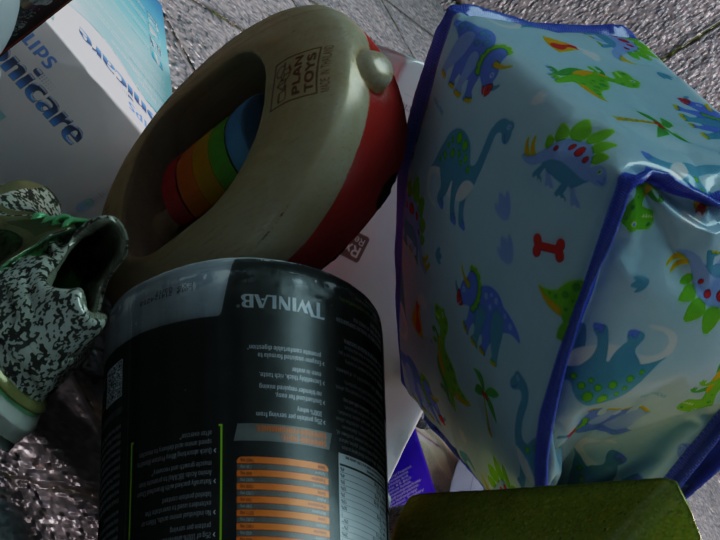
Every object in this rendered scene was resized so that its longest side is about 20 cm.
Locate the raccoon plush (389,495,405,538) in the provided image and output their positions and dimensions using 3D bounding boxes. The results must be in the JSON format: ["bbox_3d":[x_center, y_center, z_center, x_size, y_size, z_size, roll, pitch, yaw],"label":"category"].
[{"bbox_3d":[0.026,0.180,1.018,0.134,0.097,0.200,62,22,-7],"label":"raccoon plush"}]

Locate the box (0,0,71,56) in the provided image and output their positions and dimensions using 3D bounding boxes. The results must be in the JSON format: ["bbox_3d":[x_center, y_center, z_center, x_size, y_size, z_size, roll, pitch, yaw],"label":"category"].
[{"bbox_3d":[-0.179,-0.167,0.945,0.137,0.200,0.040,60,19,15],"label":"box"}]

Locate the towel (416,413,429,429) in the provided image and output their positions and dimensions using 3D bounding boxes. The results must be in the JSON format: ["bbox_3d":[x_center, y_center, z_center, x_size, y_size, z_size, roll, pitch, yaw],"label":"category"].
[{"bbox_3d":[-0.043,0.007,1.154,0.166,0.085,0.200,48,15,-33],"label":"towel"}]

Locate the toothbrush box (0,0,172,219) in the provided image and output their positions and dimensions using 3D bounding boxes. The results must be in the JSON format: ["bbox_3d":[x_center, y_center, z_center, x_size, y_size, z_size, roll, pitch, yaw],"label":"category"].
[{"bbox_3d":[-0.174,-0.126,1.135,0.147,0.085,0.200,51,14,-33],"label":"toothbrush box"}]

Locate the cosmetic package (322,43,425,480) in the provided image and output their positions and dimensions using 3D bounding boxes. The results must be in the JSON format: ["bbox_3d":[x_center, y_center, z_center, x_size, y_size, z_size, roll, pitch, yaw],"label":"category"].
[{"bbox_3d":[0.000,0.000,1.029,0.101,0.201,0.074,25,0,-30],"label":"cosmetic package"}]

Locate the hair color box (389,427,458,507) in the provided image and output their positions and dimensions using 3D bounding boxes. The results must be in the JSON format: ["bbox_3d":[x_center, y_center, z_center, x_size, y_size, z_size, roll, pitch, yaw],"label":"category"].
[{"bbox_3d":[0.036,0.139,1.187,0.109,0.065,0.200,49,14,-39],"label":"hair color box"}]

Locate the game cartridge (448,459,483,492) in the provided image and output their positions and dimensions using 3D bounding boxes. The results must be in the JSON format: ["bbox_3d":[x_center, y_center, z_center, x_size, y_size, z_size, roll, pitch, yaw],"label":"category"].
[{"bbox_3d":[0.094,0.147,1.128,0.133,0.041,0.200,60,23,-13],"label":"game cartridge"}]

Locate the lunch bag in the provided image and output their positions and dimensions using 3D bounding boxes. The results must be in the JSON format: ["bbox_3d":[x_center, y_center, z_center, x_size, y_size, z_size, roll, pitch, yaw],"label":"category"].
[{"bbox_3d":[0.088,0.013,0.915,0.127,0.201,0.170,6,26,-28],"label":"lunch bag"}]

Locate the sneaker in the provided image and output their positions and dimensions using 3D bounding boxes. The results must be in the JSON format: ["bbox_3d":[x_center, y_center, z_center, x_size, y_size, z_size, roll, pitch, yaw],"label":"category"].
[{"bbox_3d":[-0.135,0.004,0.955,0.077,0.088,0.200,52,13,-24],"label":"sneaker"}]

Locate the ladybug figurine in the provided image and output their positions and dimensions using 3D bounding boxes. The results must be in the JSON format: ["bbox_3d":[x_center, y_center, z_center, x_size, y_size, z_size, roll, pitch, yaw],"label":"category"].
[{"bbox_3d":[-0.045,-0.041,0.958,0.072,0.200,0.136,25,54,-29],"label":"ladybug figurine"}]

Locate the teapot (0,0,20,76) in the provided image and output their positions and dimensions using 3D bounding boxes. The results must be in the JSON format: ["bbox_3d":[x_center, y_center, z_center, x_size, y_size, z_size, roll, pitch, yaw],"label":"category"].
[{"bbox_3d":[-0.228,-0.107,0.762,0.200,0.146,0.198,32,-26,25],"label":"teapot"}]

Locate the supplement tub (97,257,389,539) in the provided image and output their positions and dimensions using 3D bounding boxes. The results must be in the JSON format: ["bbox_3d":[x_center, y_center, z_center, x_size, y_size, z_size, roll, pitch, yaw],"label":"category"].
[{"bbox_3d":[-0.048,0.107,0.883,0.123,0.122,0.201,41,42,-53],"label":"supplement tub"}]

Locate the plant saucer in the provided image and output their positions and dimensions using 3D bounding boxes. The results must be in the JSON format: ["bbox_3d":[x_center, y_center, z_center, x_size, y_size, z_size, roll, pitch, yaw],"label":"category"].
[{"bbox_3d":[0.082,0.188,0.851,0.200,0.048,0.200,-14,-85,60],"label":"plant saucer"}]
